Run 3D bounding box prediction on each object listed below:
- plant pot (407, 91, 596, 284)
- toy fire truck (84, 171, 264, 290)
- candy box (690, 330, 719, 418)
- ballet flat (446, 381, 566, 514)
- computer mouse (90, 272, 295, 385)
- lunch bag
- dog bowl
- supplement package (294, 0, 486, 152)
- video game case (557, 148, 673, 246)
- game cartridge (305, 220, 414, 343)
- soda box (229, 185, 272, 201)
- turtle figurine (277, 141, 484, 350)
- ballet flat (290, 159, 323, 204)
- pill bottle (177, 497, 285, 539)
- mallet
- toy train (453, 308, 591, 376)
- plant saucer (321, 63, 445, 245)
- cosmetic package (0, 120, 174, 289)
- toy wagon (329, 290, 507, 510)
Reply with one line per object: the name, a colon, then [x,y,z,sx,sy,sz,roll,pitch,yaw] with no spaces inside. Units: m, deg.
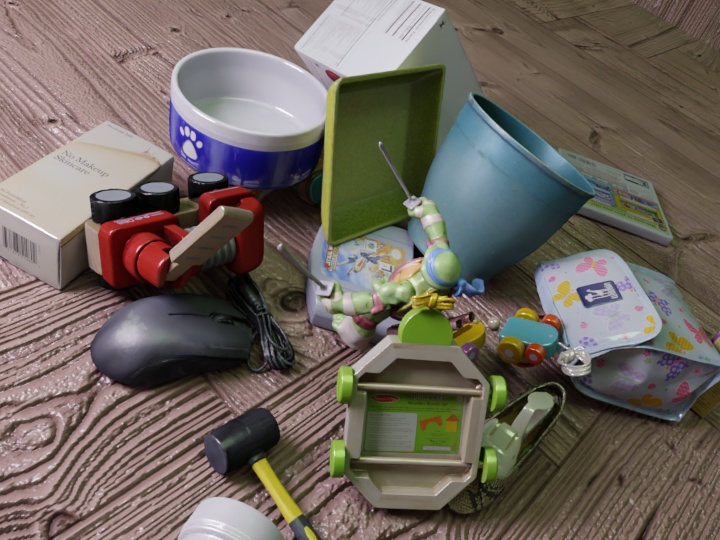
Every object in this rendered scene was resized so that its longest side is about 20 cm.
plant pot: [0.164,-0.090,0.878,0.198,0.189,0.201,30,25,-16]
toy fire truck: [-0.156,-0.036,0.680,0.198,0.131,0.174,25,31,39]
candy box: [0.484,0.082,0.850,0.056,0.202,0.116,42,43,23]
ballet flat: [0.153,0.166,0.695,0.068,0.076,0.199,44,44,19]
computer mouse: [-0.169,0.054,0.686,0.197,0.053,0.139,-10,51,-34]
lunch bag: [0.319,0.070,0.836,0.196,0.128,0.171,16,36,-15]
dog bowl: [-0.137,-0.193,0.847,0.196,0.080,0.202,11,41,-10]
supplement package: [0.046,-0.287,1.001,0.199,0.148,0.191,39,-4,40]
video game case: [0.449,-0.135,1.219,0.196,0.022,0.184,19,39,-6]
game cartridge: [0.000,0.000,0.842,0.131,0.042,0.202,20,39,-10]
soda box: [-0.131,-0.155,0.923,0.063,0.069,0.201,27,40,8]
turtle figurine: [0.017,-0.009,0.683,0.197,0.194,0.146,20,63,-7]
ballet flat: [-0.025,-0.144,0.981,0.072,0.069,0.198,27,39,37]
pill bottle: [-0.123,0.254,0.437,0.111,0.113,0.201,26,39,5]
mallet: [-0.067,0.210,0.577,0.065,0.041,0.201,-12,55,-37]
toy train: [0.144,0.110,0.751,0.196,0.056,0.151,-10,34,-4]
plant saucer: [0.019,-0.154,0.856,0.047,0.203,0.198,26,34,36]
cosmetic package: [-0.307,-0.079,0.755,0.102,0.074,0.201,26,40,5]
toy wagon: [0.053,0.117,0.611,0.152,0.204,0.040,4,10,-8]
